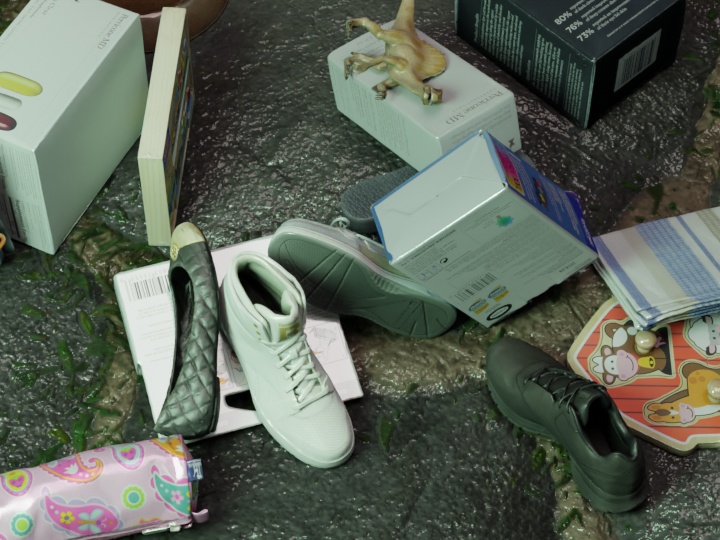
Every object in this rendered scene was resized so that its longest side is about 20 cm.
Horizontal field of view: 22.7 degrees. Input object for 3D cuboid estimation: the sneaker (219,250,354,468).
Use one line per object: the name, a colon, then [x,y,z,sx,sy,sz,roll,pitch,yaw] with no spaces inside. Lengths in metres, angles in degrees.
sneaker: [-0.067,0.078,1.585,0.073,0.116,0.201,-30,78,-18]

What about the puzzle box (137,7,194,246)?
puzzle box: [-0.190,-0.143,1.766,0.025,0.134,0.201,3,53,2]

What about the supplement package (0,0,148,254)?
supplement package: [-0.304,-0.151,1.756,0.110,0.156,0.201,20,55,14]

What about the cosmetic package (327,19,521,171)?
cosmetic package: [0.062,-0.170,1.798,0.101,0.075,0.200,-30,42,-21]

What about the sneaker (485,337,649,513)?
sneaker: [0.187,0.120,1.595,0.076,0.091,0.200,-35,59,-21]

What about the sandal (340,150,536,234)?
sandal: [0.077,-0.079,1.781,0.198,0.043,0.076,-15,44,-4]

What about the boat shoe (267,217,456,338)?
boat shoe: [0.002,-0.001,1.658,0.201,0.075,0.065,21,40,-25]

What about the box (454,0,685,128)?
box: [0.217,-0.271,1.883,0.148,0.105,0.200,-35,60,-24]

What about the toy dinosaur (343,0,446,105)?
toy dinosaur: [0.035,-0.219,1.779,0.100,0.059,0.201,1,47,-9]

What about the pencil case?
pencil case: [-0.233,0.198,1.538,0.198,0.088,0.088,-11,53,-10]

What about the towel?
towel: [0.328,-0.007,1.718,0.198,0.024,0.147,-13,37,-12]

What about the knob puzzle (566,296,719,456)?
knob puzzle: [0.291,0.080,1.663,0.217,0.031,0.221,0,53,0]

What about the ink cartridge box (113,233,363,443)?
ink cartridge box: [-0.113,0.064,1.667,0.198,0.044,0.175,-14,74,-11]

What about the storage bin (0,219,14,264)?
storage bin: [-0.414,-0.024,1.648,0.144,0.200,0.135,22,67,16]

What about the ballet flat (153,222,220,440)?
ballet flat: [-0.157,0.051,1.606,0.056,0.066,0.202,3,71,-21]

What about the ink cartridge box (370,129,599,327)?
ink cartridge box: [0.124,-0.029,1.647,0.136,0.200,0.077,-33,50,22]

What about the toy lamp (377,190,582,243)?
toy lamp: [0.117,-0.042,1.738,0.198,0.058,0.059,-11,53,-10]

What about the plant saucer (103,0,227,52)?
plant saucer: [-0.242,-0.322,1.965,0.198,0.035,0.202,1,53,-1]
